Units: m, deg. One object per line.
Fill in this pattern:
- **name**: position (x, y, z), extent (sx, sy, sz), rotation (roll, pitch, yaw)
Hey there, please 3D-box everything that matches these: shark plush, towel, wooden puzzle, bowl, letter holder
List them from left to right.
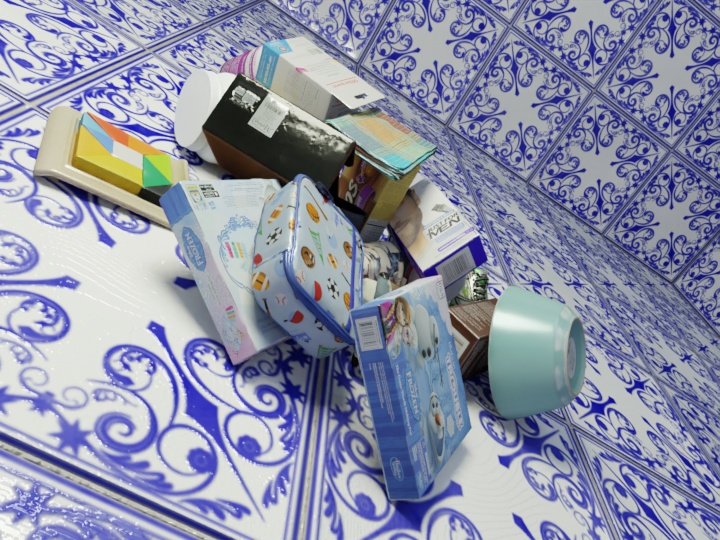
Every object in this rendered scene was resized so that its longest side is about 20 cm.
- **wooden puzzle**: position (-0.321, -0.145, 0.820), extent (0.196, 0.038, 0.187), rotation (21, 28, -32)
- **letter holder**: position (-0.115, -0.168, 0.900), extent (0.196, 0.102, 0.143), rotation (31, -15, 5)
- **shark plush**: position (0.024, 0.103, 0.780), extent (0.091, 0.081, 0.207), rotation (33, 44, -62)
- **towel**: position (0.036, -0.207, 0.958), extent (0.145, 0.022, 0.200), rotation (35, 31, 9)
- **bowl**: position (0.277, 0.127, 0.923), extent (0.102, 0.209, 0.198), rotation (-1, 2, 33)

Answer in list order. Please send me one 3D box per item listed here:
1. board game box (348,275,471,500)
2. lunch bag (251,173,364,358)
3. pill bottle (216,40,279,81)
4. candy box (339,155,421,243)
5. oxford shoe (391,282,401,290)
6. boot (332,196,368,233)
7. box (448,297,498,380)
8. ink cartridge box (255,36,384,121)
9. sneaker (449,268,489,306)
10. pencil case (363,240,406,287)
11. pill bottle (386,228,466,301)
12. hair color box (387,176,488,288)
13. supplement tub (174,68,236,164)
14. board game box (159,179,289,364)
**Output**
- **board game box**: position (0.067, 0.123, 0.714), extent (0.198, 0.042, 0.207), rotation (-19, 97, -63)
- **lunch bag**: position (-0.052, -0.008, 0.730), extent (0.160, 0.074, 0.204), rotation (46, 32, -33)
- **pill bottle**: position (-0.209, -0.359, 1.171), extent (0.196, 0.117, 0.110), rotation (-2, -5, 41)
- **candy box**: position (0.010, -0.131, 1.047), extent (0.055, 0.203, 0.118), rotation (7, 35, -41)
- **oxford shoe**: position (0.063, 0.064, 0.905), extent (0.072, 0.073, 0.197), rotation (29, 15, 37)
- **boot**: position (-0.082, -0.099, 0.991), extent (0.197, 0.098, 0.075), rotation (32, 23, -11)
- **box**: position (0.175, 0.109, 0.959), extent (0.075, 0.102, 0.197), rotation (42, 23, 27)
- **ink cartridge box**: position (-0.068, -0.310, 1.035), extent (0.198, 0.069, 0.114), rotation (39, 39, 15)
- **sneaker**: position (0.210, 0.041, 1.158), extent (0.076, 0.086, 0.202), rotation (23, 27, -26)
- **pencil case**: position (0.000, 0.000, 0.948), extent (0.088, 0.080, 0.198), rotation (29, 19, 24)
- **pill bottle**: position (0.112, -0.038, 1.132), extent (0.109, 0.113, 0.202), rotation (20, 28, -30)
- **hair color box**: position (0.116, -0.063, 1.019), extent (0.066, 0.107, 0.201), rotation (58, 0, -39)
- **supplement tub**: position (-0.199, -0.243, 1.034), extent (0.196, 0.147, 0.147), rotation (12, 32, -43)
- **board game box**: position (-0.125, -0.011, 0.746), extent (0.204, 0.043, 0.199), rotation (63, 26, 5)
